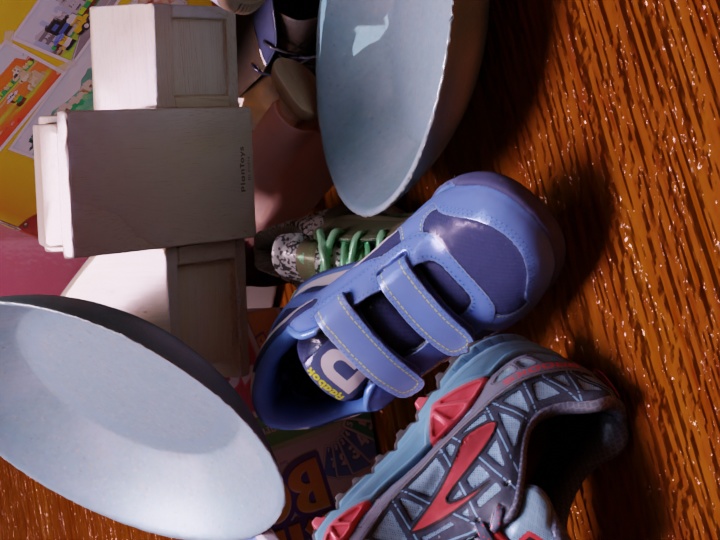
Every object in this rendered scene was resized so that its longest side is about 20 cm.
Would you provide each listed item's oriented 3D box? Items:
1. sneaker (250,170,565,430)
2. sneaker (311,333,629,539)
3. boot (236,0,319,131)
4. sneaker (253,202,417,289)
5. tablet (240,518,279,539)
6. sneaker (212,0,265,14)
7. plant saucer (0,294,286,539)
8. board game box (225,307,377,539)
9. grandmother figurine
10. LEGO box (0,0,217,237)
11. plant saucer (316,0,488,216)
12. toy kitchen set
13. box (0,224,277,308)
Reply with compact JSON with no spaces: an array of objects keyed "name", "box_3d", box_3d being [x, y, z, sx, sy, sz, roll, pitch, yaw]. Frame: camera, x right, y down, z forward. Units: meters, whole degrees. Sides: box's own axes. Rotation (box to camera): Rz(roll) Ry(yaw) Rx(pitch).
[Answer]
[{"name":"sneaker","box_3d":[0.019,0.023,1.070,0.074,0.082,0.200,48,136,-6]},{"name":"sneaker","box_3d":[0.046,0.114,0.990,0.095,0.079,0.200,16,64,42]},{"name":"boot","box_3d":[-0.055,-0.115,1.328,0.097,0.074,0.201,156,112,-69]},{"name":"sneaker","box_3d":[0.000,0.000,1.184,0.200,0.088,0.077,-176,85,-68]},{"name":"tablet","box_3d":[-0.061,0.227,1.202,0.130,0.014,0.201,-137,51,-61]},{"name":"sneaker","box_3d":[-0.076,-0.204,1.200,0.070,0.108,0.200,-63,-3,30]},{"name":"plant saucer","box_3d":[-0.123,0.066,1.143,0.039,0.200,0.201,-64,6,-32]},{"name":"board game box","box_3d":[-0.036,0.119,1.276,0.030,0.095,0.201,147,118,-64]},{"name":"grandmother figurine","box_3d":[-0.064,-0.028,1.299,0.200,0.121,0.061,-50,26,31]},{"name":"LEGO box","box_3d":[-0.185,-0.131,1.261,0.200,0.149,0.077,-49,50,15]},{"name":"plant saucer","box_3d":[0.026,-0.127,1.138,0.201,0.038,0.202,-177,90,-71]},{"name":"toy kitchen set","box_3d":[-0.174,-0.037,1.199,0.180,0.163,0.201,0,94,29]},{"name":"box","box_3d":[-0.161,-0.021,1.431,0.128,0.199,0.109,-117,32,-45]}]
